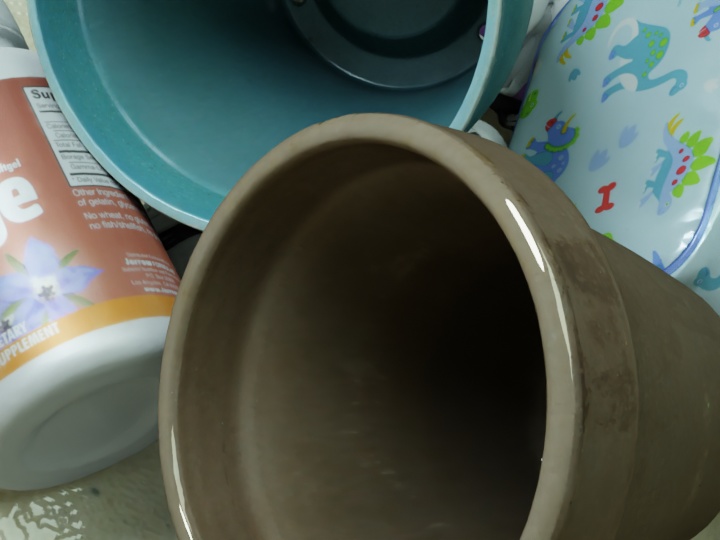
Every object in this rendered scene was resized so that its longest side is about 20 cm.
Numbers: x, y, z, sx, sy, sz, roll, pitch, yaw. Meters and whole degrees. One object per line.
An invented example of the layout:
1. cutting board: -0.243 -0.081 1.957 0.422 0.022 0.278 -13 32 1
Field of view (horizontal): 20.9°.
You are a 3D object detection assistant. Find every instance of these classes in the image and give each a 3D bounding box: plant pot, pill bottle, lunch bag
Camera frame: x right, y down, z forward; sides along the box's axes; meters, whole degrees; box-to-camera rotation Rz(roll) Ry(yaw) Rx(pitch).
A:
1. plant pot: -0.010 -0.127 0.833 0.200 0.200 0.188 41 22 8
2. pill bottle: -0.149 -0.019 0.817 0.112 0.112 0.200 -14 62 -33
3. lunch bag: 0.139 -0.051 0.874 0.082 0.160 0.201 33 61 -28
4. plant pot: 0.053 0.049 0.721 0.174 0.200 0.201 5 52 -44

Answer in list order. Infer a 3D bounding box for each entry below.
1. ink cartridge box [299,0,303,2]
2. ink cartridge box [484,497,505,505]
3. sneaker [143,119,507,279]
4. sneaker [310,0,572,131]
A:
1. ink cartridge box: 0.070 -0.182 1.072 0.199 0.068 0.116 12 52 -18
2. ink cartridge box: -0.003 0.182 0.756 0.199 0.086 0.147 -8 59 -29
3. sneaker: 0.000 0.000 0.903 0.199 0.075 0.115 -15 65 -28
4. sneaker: 0.076 -0.090 0.989 0.199 0.141 0.078 -10 16 -11
